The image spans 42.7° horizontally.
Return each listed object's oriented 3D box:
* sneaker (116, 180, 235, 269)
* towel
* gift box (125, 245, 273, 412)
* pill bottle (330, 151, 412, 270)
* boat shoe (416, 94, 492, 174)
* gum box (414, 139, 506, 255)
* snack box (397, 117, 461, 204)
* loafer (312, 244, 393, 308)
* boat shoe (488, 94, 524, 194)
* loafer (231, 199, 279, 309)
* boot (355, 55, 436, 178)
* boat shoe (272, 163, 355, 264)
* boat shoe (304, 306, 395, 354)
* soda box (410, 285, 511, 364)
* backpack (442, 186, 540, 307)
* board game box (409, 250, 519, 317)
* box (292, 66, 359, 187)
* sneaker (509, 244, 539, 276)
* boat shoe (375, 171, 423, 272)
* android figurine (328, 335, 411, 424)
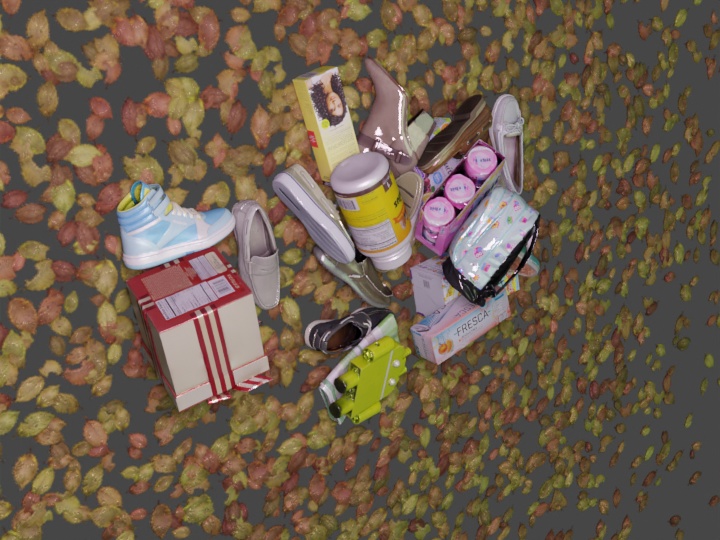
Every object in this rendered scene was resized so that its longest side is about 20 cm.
[{"bbox_3d":[-0.297,-0.093,1.471,0.199,0.079,0.132,-25,116,-30],"label":"sneaker"},{"bbox_3d":[0.007,0.190,1.760,0.200,0.031,0.150,-44,150,-19],"label":"towel"},{"bbox_3d":[-0.242,0.097,1.465,0.198,0.185,0.189,-19,129,-18],"label":"gift box"},{"bbox_3d":[0.026,-0.101,1.635,0.109,0.109,0.201,-40,128,-22],"label":"pill bottle"},{"bbox_3d":[0.186,-0.242,1.733,0.200,0.072,0.068,-48,120,-19],"label":"boat shoe"},{"bbox_3d":[0.181,-0.131,1.711,0.200,0.066,0.114,-49,165,-20],"label":"gum box"},{"bbox_3d":[0.157,-0.176,1.802,0.142,0.053,0.201,-45,122,-21],"label":"snack box"},{"bbox_3d":[0.000,0.000,1.708,0.070,0.075,0.199,-46,127,8],"label":"loafer"},{"bbox_3d":[0.307,-0.257,1.887,0.074,0.064,0.205,-7,106,-35],"label":"boat shoe"},{"bbox_3d":[-0.174,-0.022,1.584,0.069,0.069,0.202,-26,116,-29],"label":"loafer"},{"bbox_3d":[0.037,-0.268,1.678,0.146,0.070,0.200,-45,92,8],"label":"boot"},{"bbox_3d":[-0.070,-0.101,1.614,0.062,0.072,0.201,-45,102,-26],"label":"boat shoe"},{"bbox_3d":[-0.007,0.117,1.747,0.198,0.067,0.073,-12,106,-36],"label":"boat shoe"},{"bbox_3d":[0.193,0.096,1.758,0.199,0.068,0.064,-30,120,-26],"label":"soda box"},{"bbox_3d":[0.237,-0.050,1.680,0.126,0.167,0.201,36,101,-6],"label":"backpack"},{"bbox_3d":[0.213,0.017,1.860,0.198,0.104,0.104,-24,115,-29],"label":"board game box"},{"bbox_3d":[-0.054,-0.253,1.629,0.075,0.050,0.202,-30,118,-26],"label":"box"},{"bbox_3d":[0.276,-0.069,1.799,0.199,0.071,0.080,35,64,-6],"label":"sneaker"},{"bbox_3d":[0.077,-0.095,1.749,0.068,0.074,0.202,-12,128,-55],"label":"boat shoe"},{"bbox_3d":[0.024,0.203,1.738,0.199,0.041,0.184,-23,135,-43],"label":"android figurine"}]
